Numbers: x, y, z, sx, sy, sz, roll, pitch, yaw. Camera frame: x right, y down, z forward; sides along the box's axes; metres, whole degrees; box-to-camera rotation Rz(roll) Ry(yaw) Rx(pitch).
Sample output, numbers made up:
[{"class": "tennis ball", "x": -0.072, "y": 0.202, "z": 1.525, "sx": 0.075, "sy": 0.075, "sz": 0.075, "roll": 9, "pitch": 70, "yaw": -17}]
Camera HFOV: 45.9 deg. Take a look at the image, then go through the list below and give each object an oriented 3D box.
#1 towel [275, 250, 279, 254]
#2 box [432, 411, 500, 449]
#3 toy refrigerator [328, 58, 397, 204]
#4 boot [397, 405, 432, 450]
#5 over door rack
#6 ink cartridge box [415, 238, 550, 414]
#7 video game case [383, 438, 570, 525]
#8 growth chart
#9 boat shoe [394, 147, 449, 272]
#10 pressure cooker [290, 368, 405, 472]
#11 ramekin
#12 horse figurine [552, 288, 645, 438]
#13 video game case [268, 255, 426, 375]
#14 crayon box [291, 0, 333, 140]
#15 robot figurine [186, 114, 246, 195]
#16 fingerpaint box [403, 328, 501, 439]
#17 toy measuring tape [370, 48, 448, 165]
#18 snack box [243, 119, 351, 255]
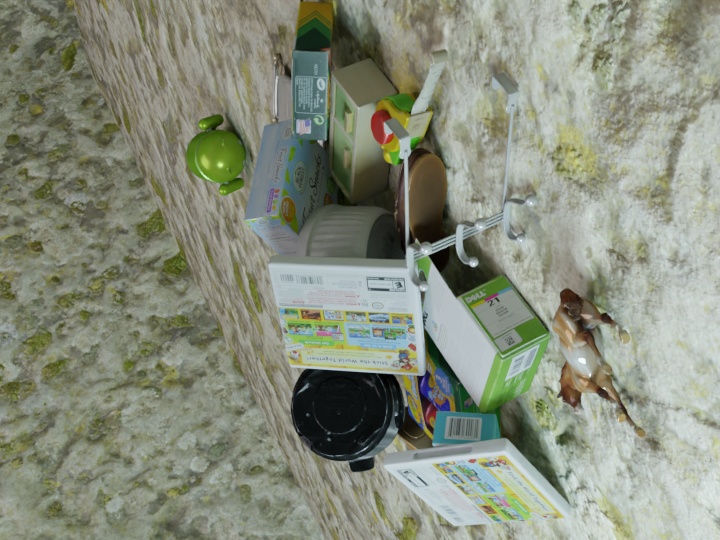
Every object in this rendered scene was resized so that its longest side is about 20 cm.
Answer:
[{"class": "towel", "x": -0.113, "y": -0.098, "z": 1.383, "sx": 0.200, "sy": 0.034, "sz": 0.135, "roll": -24, "pitch": -73, "yaw": -79}, {"class": "box", "x": 0.154, "y": 0.263, "z": 1.159, "sx": 0.201, "sy": 0.081, "sz": 0.050, "roll": 71, "pitch": -155, "yaw": -50}, {"class": "toy refrigerator", "x": -0.002, "y": -0.190, "z": 1.199, "sx": 0.076, "sy": 0.069, "sz": 0.201, "roll": 56, "pitch": 158, "yaw": 27}, {"class": "boot", "x": 0.133, "y": 0.336, "z": 1.485, "sx": 0.199, "sy": 0.076, "sz": 0.157, "roll": 29, "pitch": 144, "yaw": 50}, {"class": "over door rack", "x": 0.110, "y": -0.084, "z": 0.899, "sx": 0.067, "sy": 0.146, "sz": 0.202, "roll": 46, "pitch": 154, "yaw": 48}, {"class": "ink cartridge box", "x": 0.144, "y": 0.059, "z": 1.096, "sx": 0.201, "sy": 0.075, "sz": 0.149, "roll": 57, "pitch": 160, "yaw": 29}, {"class": "video game case", "x": 0.156, "y": 0.285, "z": 1.128, "sx": 0.180, "sy": 0.023, "sz": 0.200, "roll": -15, "pitch": 135, "yaw": 32}, {"class": "growth chart", "x": -0.107, "y": -0.258, "z": 1.439, "sx": 0.200, "sy": 0.018, "sz": 0.146, "roll": 49, "pitch": 143, "yaw": 39}, {"class": "boat shoe", "x": 0.073, "y": -0.080, "z": 1.124, "sx": 0.070, "sy": 0.070, "sz": 0.202, "roll": 43, "pitch": 151, "yaw": 39}, {"class": "pressure cooker", "x": -0.017, "y": 0.229, "z": 1.429, "sx": 0.178, "sy": 0.177, "sz": 0.200, "roll": 33, "pitch": 175, "yaw": 15}, {"class": "ramekin", "x": 0.000, "y": 0.000, "z": 1.238, "sx": 0.104, "sy": 0.200, "sz": 0.203, "roll": -5, "pitch": 114, "yaw": 29}, {"class": "horse figurine", "x": 0.240, "y": 0.089, "z": 0.895, "sx": 0.202, "sy": 0.049, "sz": 0.133, "roll": 68, "pitch": 173, "yaw": -31}, {"class": "video game case", "x": -0.015, "y": 0.062, "z": 1.145, "sx": 0.023, "sy": 0.197, "sz": 0.184, "roll": -71, "pitch": -22, "yaw": -51}, {"class": "crayon box", "x": -0.065, "y": -0.284, "z": 1.167, "sx": 0.201, "sy": 0.050, "sz": 0.128, "roll": -91, "pitch": 3, "yaw": -52}, {"class": "robot figurine", "x": -0.328, "y": -0.259, "z": 1.927, "sx": 0.199, "sy": 0.114, "sz": 0.178, "roll": 18, "pitch": 125, "yaw": 65}, {"class": "fingerpaint box", "x": 0.132, "y": 0.180, "z": 1.272, "sx": 0.167, "sy": 0.073, "sz": 0.202, "roll": 44, "pitch": 151, "yaw": 47}, {"class": "toy measuring tape", "x": 0.056, "y": -0.207, "z": 1.035, "sx": 0.074, "sy": 0.073, "sz": 0.201, "roll": 57, "pitch": 152, "yaw": 23}, {"class": "snack box", "x": -0.083, "y": -0.099, "z": 1.280, "sx": 0.200, "sy": 0.067, "sz": 0.171, "roll": 43, "pitch": -133, "yaw": -49}]
